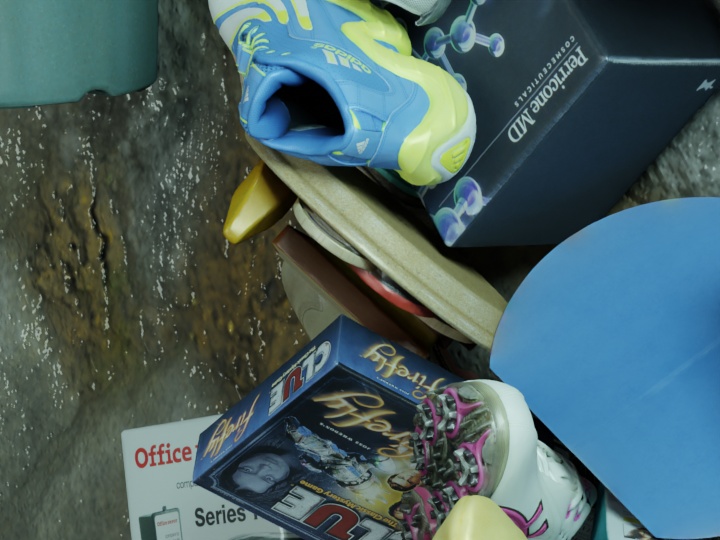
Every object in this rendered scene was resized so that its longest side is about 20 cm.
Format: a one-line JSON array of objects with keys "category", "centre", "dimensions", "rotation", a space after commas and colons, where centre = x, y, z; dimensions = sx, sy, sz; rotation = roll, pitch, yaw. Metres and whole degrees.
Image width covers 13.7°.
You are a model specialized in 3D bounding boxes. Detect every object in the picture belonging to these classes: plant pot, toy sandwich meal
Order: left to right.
[{"category": "plant pot", "centre": [-0.203, -0.205, 1.823], "dimensions": [0.200, 0.199, 0.197], "rotation": [9, 106, 47]}, {"category": "toy sandwich meal", "centre": [0.000, 0.000, 1.562], "dimensions": [0.070, 0.205, 0.205], "rotation": [-50, 53, 6]}]

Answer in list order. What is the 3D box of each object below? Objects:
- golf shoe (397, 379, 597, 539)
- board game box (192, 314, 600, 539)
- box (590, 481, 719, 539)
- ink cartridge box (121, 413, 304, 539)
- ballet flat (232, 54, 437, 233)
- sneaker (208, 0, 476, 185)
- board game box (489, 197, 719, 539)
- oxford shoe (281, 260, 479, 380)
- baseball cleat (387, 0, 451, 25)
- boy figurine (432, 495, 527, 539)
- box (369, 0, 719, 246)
[{"category": "golf shoe", "centre": [0.071, 0.103, 1.476], "dimensions": [0.200, 0.092, 0.073], "rotation": [97, 157, -63]}, {"category": "board game box", "centre": [0.031, 0.110, 1.573], "dimensions": [0.135, 0.199, 0.035], "rotation": [-41, 31, 41]}, {"category": "box", "centre": [0.152, 0.151, 1.434], "dimensions": [0.082, 0.200, 0.049], "rotation": [11, 102, 2]}, {"category": "ink cartridge box", "centre": [-0.058, 0.180, 1.749], "dimensions": [0.146, 0.083, 0.201], "rotation": [-12, 82, 46]}, {"category": "ballet flat", "centre": [-0.024, -0.074, 1.716], "dimensions": [0.200, 0.068, 0.067], "rotation": [51, 134, 35]}, {"category": "sneaker", "centre": [-0.033, -0.110, 1.512], "dimensions": [0.200, 0.105, 0.076], "rotation": [35, 114, 39]}, {"category": "board game box", "centre": [0.167, 0.054, 1.485], "dimensions": [0.200, 0.158, 0.039], "rotation": [45, 163, 33]}, {"category": "oxford shoe", "centre": [0.004, 0.049, 1.680], "dimensions": [0.200, 0.074, 0.071], "rotation": [48, 127, 36]}, {"category": "baseball cleat", "centre": [-0.007, -0.212, 1.507], "dimensions": [0.107, 0.069, 0.201], "rotation": [-50, 56, 36]}, {"category": "boy figurine", "centre": [0.053, 0.205, 1.365], "dimensions": [0.124, 0.064, 0.201], "rotation": [-11, 79, 17]}, {"category": "box", "centre": [0.076, -0.135, 1.561], "dimensions": [0.149, 0.107, 0.201], "rotation": [-50, 58, 36]}]
